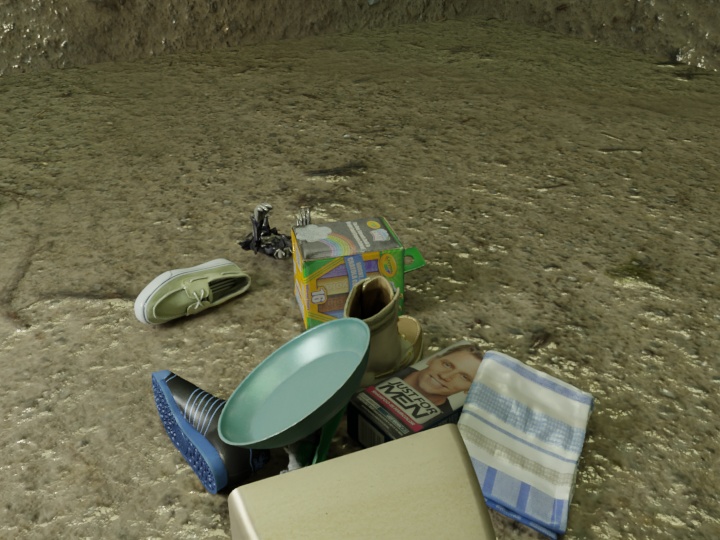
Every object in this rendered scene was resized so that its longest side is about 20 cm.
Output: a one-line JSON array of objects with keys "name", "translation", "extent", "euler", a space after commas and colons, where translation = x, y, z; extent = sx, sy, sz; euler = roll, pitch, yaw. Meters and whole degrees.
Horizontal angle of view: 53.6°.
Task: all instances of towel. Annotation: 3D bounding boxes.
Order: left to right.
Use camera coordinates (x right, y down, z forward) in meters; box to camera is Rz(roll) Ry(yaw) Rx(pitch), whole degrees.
[{"name": "towel", "translation": [0.182, 0.186, 0.806], "extent": [0.146, 0.024, 0.201], "euler": [25, 45, 9]}]

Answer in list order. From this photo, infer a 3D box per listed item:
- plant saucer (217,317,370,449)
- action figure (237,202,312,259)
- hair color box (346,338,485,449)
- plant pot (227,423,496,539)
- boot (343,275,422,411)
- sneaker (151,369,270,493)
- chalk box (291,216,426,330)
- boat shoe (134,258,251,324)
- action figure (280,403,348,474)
[{"name": "plant saucer", "translation": [-0.066, 0.129, 0.785], "extent": [0.199, 0.036, 0.200], "euler": [-30, 19, 12]}, {"name": "action figure", "translation": [-0.132, -0.064, 1.234], "extent": [0.118, 0.103, 0.199], "euler": [-3, 17, -43]}, {"name": "hair color box", "translation": [0.090, 0.164, 0.879], "extent": [0.199, 0.061, 0.100], "euler": [-21, 36, -33]}, {"name": "plant pot", "translation": [0.018, 0.276, 0.566], "extent": [0.198, 0.201, 0.178], "euler": [-12, 42, -19]}, {"name": "boot", "translation": [0.033, 0.074, 0.940], "extent": [0.071, 0.156, 0.200], "euler": [13, 32, 23]}, {"name": "sneaker", "translation": [-0.183, 0.180, 0.852], "extent": [0.077, 0.071, 0.200], "euler": [-17, 40, -32]}, {"name": "chalk box", "translation": [0.000, 0.000, 1.108], "extent": [0.197, 0.125, 0.125], "euler": [-6, 29, -12]}, {"name": "boat shoe", "translation": [-0.256, 0.031, 1.108], "extent": [0.062, 0.073, 0.199], "euler": [17, 31, 33]}, {"name": "action figure", "translation": [-0.060, 0.213, 0.765], "extent": [0.054, 0.119, 0.201], "euler": [17, 42, 3]}]
